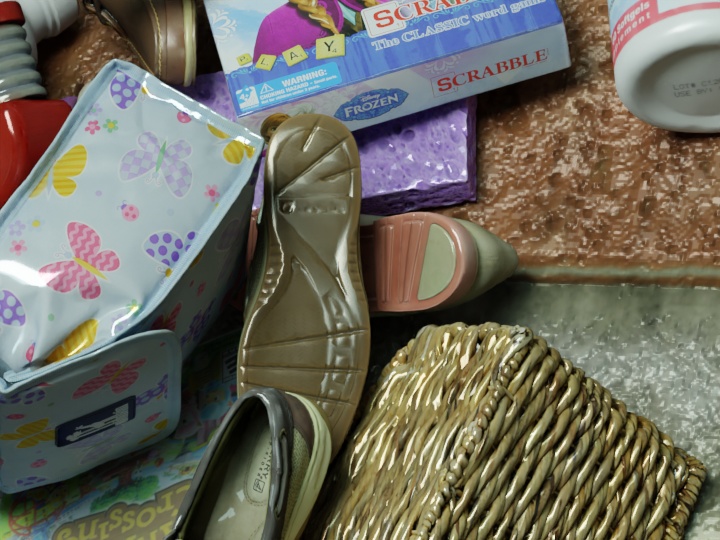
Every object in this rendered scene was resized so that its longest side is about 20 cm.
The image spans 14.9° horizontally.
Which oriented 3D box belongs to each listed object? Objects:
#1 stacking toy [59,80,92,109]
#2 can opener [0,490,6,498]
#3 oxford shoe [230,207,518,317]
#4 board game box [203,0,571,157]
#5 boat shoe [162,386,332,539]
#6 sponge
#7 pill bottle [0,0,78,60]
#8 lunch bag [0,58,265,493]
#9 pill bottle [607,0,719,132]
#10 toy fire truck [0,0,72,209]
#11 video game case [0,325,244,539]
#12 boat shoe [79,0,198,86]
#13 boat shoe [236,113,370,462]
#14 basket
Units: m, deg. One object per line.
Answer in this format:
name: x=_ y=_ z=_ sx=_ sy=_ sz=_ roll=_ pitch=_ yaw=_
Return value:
stacking toy: x=-0.226 y=-0.044 z=1.685 sx=0.199 sy=0.085 sz=0.086 roll=-21 pitch=56 yaw=13
can opener: x=-0.184 y=0.043 z=1.597 sx=0.053 sy=0.067 sz=0.200 roll=-3 pitch=39 yaw=43
oxford shoe: x=0.000 y=0.000 z=1.586 sx=0.199 sy=0.074 sz=0.071 roll=5 pitch=91 yaw=40
board game box: x=0.004 y=-0.173 z=1.650 sx=0.199 sy=0.041 sz=0.200 roll=-17 pitch=48 yaw=-2
boat shoe: x=-0.075 y=0.154 z=1.416 sx=0.073 sy=0.065 sz=0.201 roll=10 pitch=79 yaw=31
sponge: x=-0.025 y=-0.078 z=1.654 sx=0.198 sy=0.030 sz=0.112 roll=-10 pitch=58 yaw=16
pill bottle: x=-0.274 y=-0.130 z=1.724 sx=0.200 sy=0.105 sz=0.104 roll=-39 pitch=54 yaw=-21
lunch bag: x=-0.142 y=0.020 z=1.492 sx=0.127 sy=0.170 sz=0.200 roll=31 pitch=64 yaw=8
pill bottle: x=0.192 y=-0.188 z=1.582 sx=0.108 sy=0.109 sz=0.201 roll=-11 pitch=58 yaw=15
toy fire truck: x=-0.197 y=-0.122 z=1.591 sx=0.199 sy=0.128 sz=0.177 roll=-24 pitch=83 yaw=27
video game case: x=-0.138 y=0.132 z=1.543 sx=0.199 sy=0.022 sz=0.183 roll=-22 pitch=42 yaw=17
boat shoe: x=-0.146 y=-0.176 z=1.708 sx=0.067 sy=0.072 sz=0.201 roll=-7 pitch=39 yaw=-17
boat shoe: x=-0.029 y=0.018 z=1.517 sx=0.071 sy=0.065 sz=0.202 roll=7 pitch=78 yaw=-3
basket: x=0.060 y=0.147 z=1.472 sx=0.142 sy=0.149 sz=0.201 roll=-4 pitch=54 yaw=59
